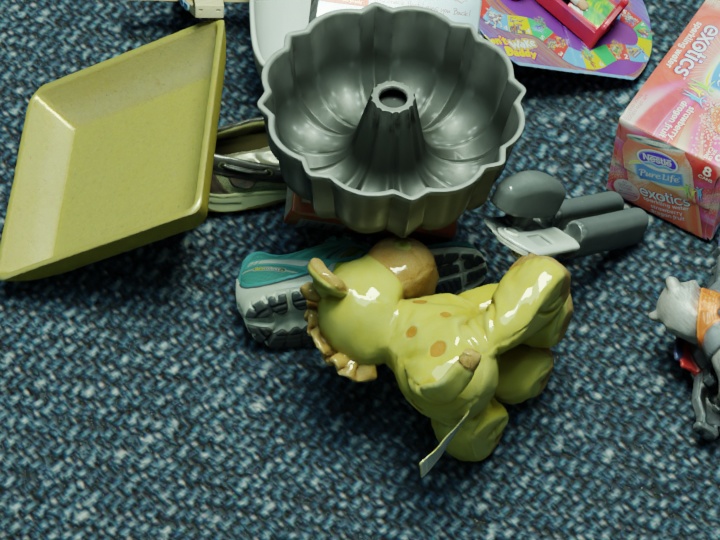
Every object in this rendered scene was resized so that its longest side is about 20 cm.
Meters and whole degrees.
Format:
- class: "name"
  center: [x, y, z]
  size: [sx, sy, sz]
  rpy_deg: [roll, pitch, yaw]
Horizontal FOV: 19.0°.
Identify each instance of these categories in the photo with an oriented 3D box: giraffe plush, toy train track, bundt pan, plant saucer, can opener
- class: "giraffe plush"
  center: [0.041, 0.045, 1.582]
  size: [0.162, 0.173, 0.200]
  rpy_deg: [33, 44, 21]
- class: "toy train track"
  center: [-0.137, -0.237, 1.796]
  size: [0.114, 0.033, 0.200]
  rpy_deg: [0, 13, -11]
- class: "bundt pan"
  center: [0.021, -0.105, 1.605]
  size: [0.200, 0.076, 0.203]
  rpy_deg: [2, 51, -3]
- class: "plant saucer"
  center: [-0.186, -0.085, 1.709]
  size: [0.199, 0.048, 0.201]
  rpy_deg: [-17, 48, 27]
- class: "can opener"
  center: [0.164, -0.040, 1.661]
  size: [0.053, 0.067, 0.199]
  rpy_deg: [38, 23, 26]

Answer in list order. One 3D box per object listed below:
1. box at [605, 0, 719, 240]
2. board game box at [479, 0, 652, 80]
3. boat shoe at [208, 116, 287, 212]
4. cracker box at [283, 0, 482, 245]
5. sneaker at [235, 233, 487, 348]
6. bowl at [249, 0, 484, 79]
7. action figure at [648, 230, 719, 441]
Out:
- class: "box"
  center: [0.296, -0.137, 1.769]
  size: [0.102, 0.095, 0.200]
  rpy_deg: [29, 58, 18]
- class: "board game box"
  center: [0.173, -0.242, 1.829]
  size: [0.199, 0.039, 0.159]
  rpy_deg: [4, 55, -28]
- class: "boat shoe"
  center: [-0.046, -0.098, 1.751]
  size: [0.198, 0.065, 0.074]
  rpy_deg: [-15, 55, -12]
- class: "cracker box"
  center: [0.018, -0.129, 1.707]
  size: [0.133, 0.058, 0.202]
  rpy_deg: [9, 80, -8]
- class: "sneaker"
  center: [0.000, 0.000, 1.679]
  size: [0.198, 0.078, 0.080]
  rpy_deg: [-7, 45, -6]
- class: "bowl"
  center: [0.004, -0.212, 1.827]
  size: [0.198, 0.075, 0.201]
  rpy_deg: [3, 53, -3]
- class: "action figure"
  center: [0.318, 0.031, 1.646]
  size: [0.192, 0.105, 0.201]
  rpy_deg: [9, 55, -7]
